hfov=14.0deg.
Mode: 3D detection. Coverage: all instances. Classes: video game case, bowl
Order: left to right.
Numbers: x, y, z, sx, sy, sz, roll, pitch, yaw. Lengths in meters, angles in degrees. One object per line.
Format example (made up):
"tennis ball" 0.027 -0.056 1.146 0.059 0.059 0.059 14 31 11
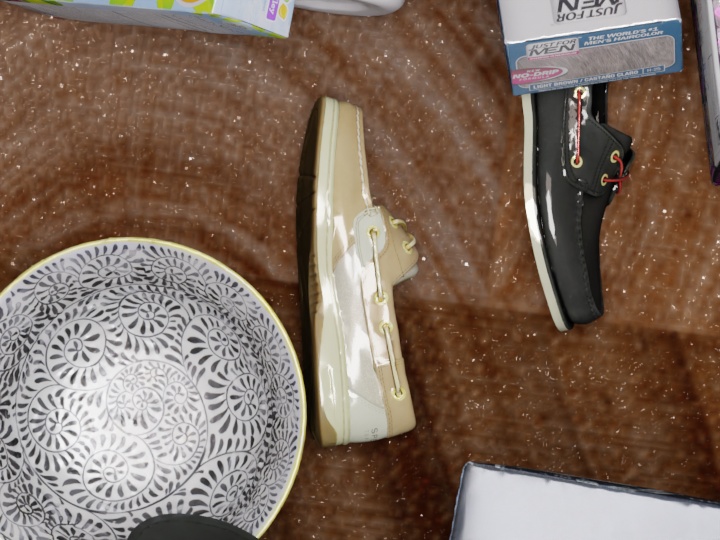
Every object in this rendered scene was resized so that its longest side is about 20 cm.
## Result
"bowl" -0.127 0.084 1.674 0.199 0.094 0.202 0 86 3
"video game case" 0.202 -0.154 1.624 0.036 0.181 0.201 -6 86 4

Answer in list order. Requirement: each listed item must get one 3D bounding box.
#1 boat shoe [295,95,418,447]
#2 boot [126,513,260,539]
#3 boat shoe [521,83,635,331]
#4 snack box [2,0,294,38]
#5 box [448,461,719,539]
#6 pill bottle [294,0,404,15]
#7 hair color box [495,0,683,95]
"boat shoe" 0.000 0.000 1.689 0.066 0.074 0.201 -1 89 -9
"boot" -0.070 0.231 1.626 0.199 0.174 0.069 32 49 -7
"boat shoe" 0.124 -0.067 1.677 0.063 0.074 0.203 -5 82 11
"snack box" -0.113 -0.223 1.651 0.199 0.067 0.170 10 88 45
"box" 0.144 0.179 1.602 0.199 0.197 0.125 9 88 3
"pill bottle" -0.012 -0.252 1.680 0.104 0.104 0.201 8 88 4
"hair color box" 0.118 -0.203 1.654 0.099 0.061 0.201 -8 62 3
